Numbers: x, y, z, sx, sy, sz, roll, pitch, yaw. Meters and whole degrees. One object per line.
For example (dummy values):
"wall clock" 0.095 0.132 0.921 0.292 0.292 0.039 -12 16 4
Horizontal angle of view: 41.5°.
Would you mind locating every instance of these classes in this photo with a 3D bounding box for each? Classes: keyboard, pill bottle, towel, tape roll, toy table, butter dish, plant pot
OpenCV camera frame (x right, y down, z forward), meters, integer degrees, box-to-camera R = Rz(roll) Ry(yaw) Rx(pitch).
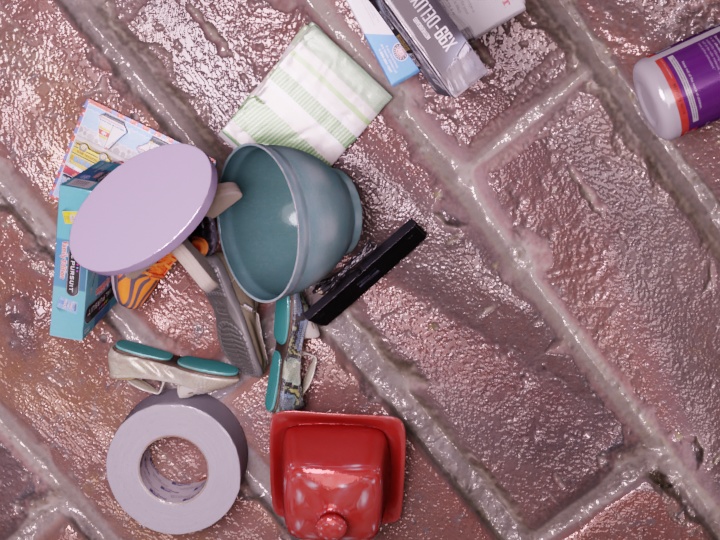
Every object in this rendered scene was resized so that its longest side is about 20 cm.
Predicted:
"keyboard" 0.000 0.000 1.290 0.200 0.127 0.021 -42 70 5
"pill bottle" 0.460 -0.255 1.219 0.198 0.113 0.114 -23 101 7
"towel" -0.077 -0.213 1.296 0.152 0.023 0.200 41 99 -8
"tape roll" -0.266 0.279 1.390 0.197 0.066 0.203 0 103 2
"toy table" -0.246 -0.062 1.174 0.198 0.117 0.186 -24 70 10
"butter dish" -0.037 0.314 1.332 0.196 0.148 0.203 3 119 2
"plant pot" -0.082 -0.068 1.239 0.133 0.199 0.203 -10 106 -36

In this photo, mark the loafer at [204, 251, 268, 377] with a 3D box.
"loafer" -0.164 0.059 1.330 0.075 0.069 0.202 13 127 42

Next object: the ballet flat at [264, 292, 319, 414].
"ballet flat" -0.093 0.107 1.353 0.073 0.074 0.203 9 105 0

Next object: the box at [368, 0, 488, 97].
"box" 0.071 -0.279 1.098 0.050 0.200 0.158 -36 101 6

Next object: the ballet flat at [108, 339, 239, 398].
"ballet flat" -0.267 0.150 1.364 0.197 0.067 0.063 13 101 9

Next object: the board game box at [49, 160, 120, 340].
"board game box" -0.358 -0.030 1.266 0.046 0.151 0.203 10 109 1

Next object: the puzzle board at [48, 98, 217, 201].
"puzzle board" -0.319 -0.128 1.326 0.198 0.017 0.152 25 103 -4

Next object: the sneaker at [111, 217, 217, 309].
"sneaker" -0.263 -0.022 1.277 0.112 0.077 0.202 34 109 33

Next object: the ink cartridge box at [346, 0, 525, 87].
"ink cartridge box" 0.092 -0.352 1.226 0.198 0.084 0.146 -28 100 8
